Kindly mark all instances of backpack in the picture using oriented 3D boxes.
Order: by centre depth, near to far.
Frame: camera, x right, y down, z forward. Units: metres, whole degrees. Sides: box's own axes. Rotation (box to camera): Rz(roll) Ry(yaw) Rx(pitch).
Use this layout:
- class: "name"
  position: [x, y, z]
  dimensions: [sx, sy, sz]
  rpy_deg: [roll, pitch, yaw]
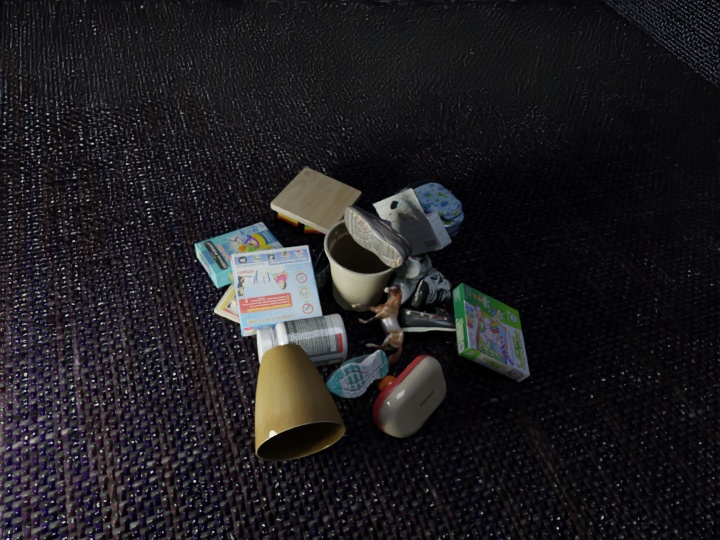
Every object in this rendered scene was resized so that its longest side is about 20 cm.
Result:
- class: "backpack"
  position: [0.211, -0.177, 1.742]
  dimensions: [0.162, 0.154, 0.201]
  rpy_deg: [-22, 67, -34]

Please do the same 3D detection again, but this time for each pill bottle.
- class: "pill bottle"
  position: [-0.138, 0.170, 1.379]
  dimensions: [0.197, 0.115, 0.115]
  rpy_deg: [-7, 49, -15]

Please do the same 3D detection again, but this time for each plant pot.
- class: "plant pot"
  position: [-0.143, 0.262, 1.229]
  dimensions: [0.184, 0.187, 0.202]
  rpy_deg: [-8, 57, -16]
- class: "plant pot"
  position: [0.000, 0.000, 1.506]
  dimensions: [0.197, 0.185, 0.202]
  rpy_deg: [5, 47, -5]

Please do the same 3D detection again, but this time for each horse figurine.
- class: "horse figurine"
  position: [0.059, 0.143, 1.448]
  dimensions: [0.131, 0.050, 0.203]
  rpy_deg: [-11, 82, -24]

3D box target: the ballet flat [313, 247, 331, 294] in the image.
- class: "ballet flat"
  position: [-0.102, -0.013, 1.578]
  dimensions: [0.066, 0.057, 0.201]
  rpy_deg: [-15, 37, 35]

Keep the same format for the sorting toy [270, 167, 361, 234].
- class: "sorting toy"
  position: [-0.129, -0.188, 1.732]
  dimensions: [0.197, 0.070, 0.201]
  rpy_deg: [25, 49, 13]

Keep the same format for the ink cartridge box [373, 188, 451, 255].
- class: "ink cartridge box"
  position: [0.135, -0.128, 1.583]
  dimensions: [0.043, 0.199, 0.175]
  rpy_deg: [-32, 100, -28]

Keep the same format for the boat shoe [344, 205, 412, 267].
- class: "boat shoe"
  position: [0.043, -0.087, 1.427]
  dimensions: [0.200, 0.075, 0.073]
  rpy_deg: [45, 46, 17]

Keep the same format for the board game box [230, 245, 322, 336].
- class: "board game box"
  position: [-0.208, 0.047, 1.454]
  dimensions: [0.197, 0.056, 0.198]
  rpy_deg: [-7, 65, -15]

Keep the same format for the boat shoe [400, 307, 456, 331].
- class: "boat shoe"
  position: [0.199, 0.124, 1.492]
  dimensions: [0.198, 0.074, 0.064]
  rpy_deg: [2, 85, -5]

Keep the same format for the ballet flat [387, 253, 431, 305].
- class: "ballet flat"
  position: [0.126, 0.016, 1.588]
  dimensions: [0.069, 0.070, 0.200]
  rpy_deg: [30, 50, 18]

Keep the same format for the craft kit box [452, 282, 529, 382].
- class: "craft kit box"
  position: [0.321, 0.152, 1.463]
  dimensions: [0.196, 0.048, 0.202]
  rpy_deg: [27, 43, -25]

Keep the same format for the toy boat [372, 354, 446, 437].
- class: "toy boat"
  position: [0.094, 0.277, 1.335]
  dimensions: [0.130, 0.132, 0.199]
  rpy_deg: [10, 38, 44]

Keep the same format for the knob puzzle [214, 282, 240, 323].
- class: "knob puzzle"
  position: [-0.245, 0.070, 1.509]
  dimensions: [0.216, 0.031, 0.222]
  rpy_deg: [5, 47, -5]

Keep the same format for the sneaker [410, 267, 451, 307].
- class: "sneaker"
  position: [0.193, 0.054, 1.535]
  dimensions: [0.088, 0.075, 0.200]
  rpy_deg: [33, 29, 9]

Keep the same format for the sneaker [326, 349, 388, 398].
- class: "sneaker"
  position: [-0.021, 0.238, 1.331]
  dimensions: [0.199, 0.090, 0.079]
  rpy_deg: [-11, 88, -53]

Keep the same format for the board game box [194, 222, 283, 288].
- class: "board game box"
  position: [-0.319, -0.046, 1.573]
  dimensions: [0.198, 0.047, 0.151]
  rpy_deg: [-21, 44, -26]

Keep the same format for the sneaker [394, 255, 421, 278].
- class: "sneaker"
  position: [0.105, -0.047, 1.568]
  dimensions: [0.081, 0.078, 0.199]
  rpy_deg: [-25, 36, -28]
